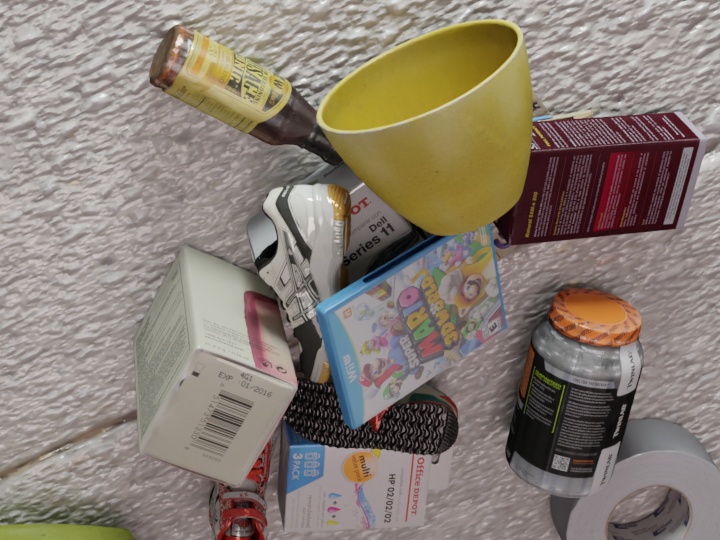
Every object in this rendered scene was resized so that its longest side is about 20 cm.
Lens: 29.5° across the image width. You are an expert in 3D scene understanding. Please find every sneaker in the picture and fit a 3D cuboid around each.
[{"bbox_3d":[-0.118,0.212,1.441,0.067,0.108,0.203,7,115,-14],"label":"sneaker"},{"bbox_3d":[0.009,0.144,1.448,0.198,0.093,0.071,8,102,7],"label":"sneaker"},{"bbox_3d":[-0.055,0.010,1.286,0.087,0.076,0.202,5,114,6],"label":"sneaker"}]

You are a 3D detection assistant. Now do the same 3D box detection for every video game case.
[{"bbox_3d":[0.054,0.046,1.307,0.199,0.018,0.144,-31,129,-24],"label":"video game case"}]

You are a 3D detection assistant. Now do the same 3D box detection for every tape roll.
[{"bbox_3d":[0.324,0.273,1.585,0.198,0.066,0.202,-5,118,-9],"label":"tape roll"}]

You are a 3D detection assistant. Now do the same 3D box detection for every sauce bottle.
[{"bbox_3d":[-0.098,-0.159,1.280,0.199,0.066,0.066,24,110,-24],"label":"sauce bottle"}]

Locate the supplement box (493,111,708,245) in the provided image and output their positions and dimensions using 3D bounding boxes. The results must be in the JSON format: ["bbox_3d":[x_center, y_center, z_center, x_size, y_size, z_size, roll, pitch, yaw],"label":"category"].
[{"bbox_3d":[0.234,-0.092,1.358,0.198,0.061,0.110,-5,126,-19],"label":"supplement box"}]

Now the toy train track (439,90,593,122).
[{"bbox_3d":[0.137,-0.127,1.351,0.198,0.033,0.116,-11,119,-7],"label":"toy train track"}]

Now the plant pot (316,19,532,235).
[{"bbox_3d":[0.078,-0.118,1.250,0.199,0.200,0.143,-24,115,2],"label":"plant pot"}]

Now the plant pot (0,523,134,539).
[{"bbox_3d":[-0.332,0.343,1.445,0.198,0.187,0.189,-12,120,-22],"label":"plant pot"}]

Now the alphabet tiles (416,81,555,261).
[{"bbox_3d":[0.124,-0.108,1.381,0.167,0.008,0.200,-39,118,10],"label":"alphabet tiles"}]

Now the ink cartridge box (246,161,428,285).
[{"bbox_3d":[0.000,0.000,1.369,0.146,0.083,0.200,-36,117,8],"label":"ink cartridge box"}]

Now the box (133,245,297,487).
[{"bbox_3d":[-0.145,0.089,1.319,0.108,0.200,0.128,23,112,-21],"label":"box"}]

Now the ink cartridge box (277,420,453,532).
[{"bbox_3d":[0.013,0.216,1.492,0.198,0.068,0.116,-1,118,-11],"label":"ink cartridge box"}]

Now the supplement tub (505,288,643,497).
[{"bbox_3d":[0.231,0.129,1.459,0.121,0.123,0.202,3,117,-13],"label":"supplement tub"}]
